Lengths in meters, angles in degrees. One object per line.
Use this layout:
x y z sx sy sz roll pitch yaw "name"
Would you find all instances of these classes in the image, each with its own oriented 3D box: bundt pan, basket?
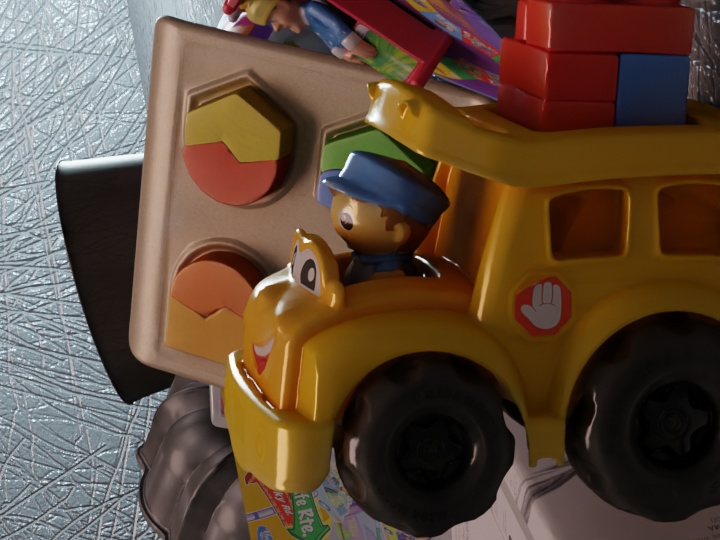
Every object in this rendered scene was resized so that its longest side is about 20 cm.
-0.030 0.103 1.223 0.076 0.200 0.203 104 155 -44 "bundt pan"
-0.078 -0.014 1.358 0.136 0.198 0.181 -100 -3 -51 "basket"

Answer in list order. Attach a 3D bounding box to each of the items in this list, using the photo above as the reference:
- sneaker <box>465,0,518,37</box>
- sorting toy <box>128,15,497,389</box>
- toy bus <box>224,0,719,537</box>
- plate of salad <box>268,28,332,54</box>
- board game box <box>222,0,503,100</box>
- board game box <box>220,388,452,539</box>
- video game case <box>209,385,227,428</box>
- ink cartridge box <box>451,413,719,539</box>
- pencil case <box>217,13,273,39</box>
0.061 -0.130 0.882 0.200 0.072 0.085 101 159 -61 "sneaker"
-0.030 -0.015 1.017 0.036 0.199 0.186 -31 -47 -57 "sorting toy"
0.053 -0.016 0.734 0.136 0.198 0.194 -135 43 -71 "toy bus"
-0.006 -0.060 1.220 0.200 0.048 0.202 15 -106 -62 "plate of salad"
-0.017 -0.111 0.913 0.199 0.039 0.158 27 172 38 "board game box"
-0.009 0.053 1.070 0.034 0.134 0.202 -31 -67 -58 "board game box"
0.000 0.000 1.082 0.024 0.181 0.202 -32 -55 -57 "video game case"
0.103 0.128 0.894 0.200 0.082 0.147 -115 18 -54 "ink cartridge box"
-0.055 -0.134 1.290 0.201 0.088 0.089 -68 -20 -49 "pencil case"
